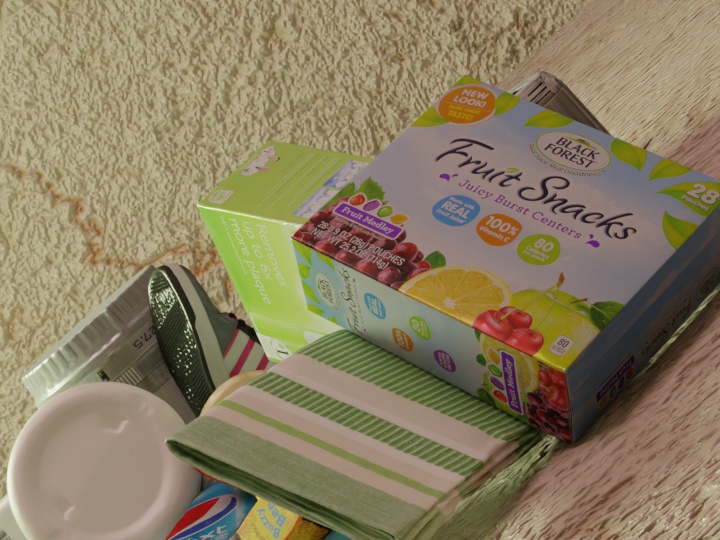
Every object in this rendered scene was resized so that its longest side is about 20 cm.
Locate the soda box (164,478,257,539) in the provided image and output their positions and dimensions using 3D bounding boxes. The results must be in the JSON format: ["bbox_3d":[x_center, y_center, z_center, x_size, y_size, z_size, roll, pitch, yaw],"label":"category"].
[{"bbox_3d":[-0.080,0.183,1.521,0.064,0.068,0.200,-19,13,20],"label":"soda box"}]

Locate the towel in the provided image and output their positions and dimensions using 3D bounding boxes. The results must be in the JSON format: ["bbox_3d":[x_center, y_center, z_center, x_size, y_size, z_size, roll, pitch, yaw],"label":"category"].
[{"bbox_3d":[0.010,0.087,1.316,0.200,0.152,0.024,-33,-41,-53],"label":"towel"}]

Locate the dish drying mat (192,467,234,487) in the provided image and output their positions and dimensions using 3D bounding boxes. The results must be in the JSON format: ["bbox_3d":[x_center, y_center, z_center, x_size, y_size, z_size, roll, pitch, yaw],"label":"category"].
[{"bbox_3d":[-0.026,0.107,1.578,0.076,0.018,0.199,14,19,34],"label":"dish drying mat"}]

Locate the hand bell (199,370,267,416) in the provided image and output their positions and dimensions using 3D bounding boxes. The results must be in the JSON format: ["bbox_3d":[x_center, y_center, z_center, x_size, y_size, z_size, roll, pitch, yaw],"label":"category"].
[{"bbox_3d":[-0.035,0.132,1.741,0.104,0.104,0.200,-42,19,-19],"label":"hand bell"}]

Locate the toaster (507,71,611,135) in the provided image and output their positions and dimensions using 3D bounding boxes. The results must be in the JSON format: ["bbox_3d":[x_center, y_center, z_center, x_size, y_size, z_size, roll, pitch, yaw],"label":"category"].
[{"bbox_3d":[0.122,-0.054,1.749,0.200,0.129,0.114,-42,7,-18],"label":"toaster"}]

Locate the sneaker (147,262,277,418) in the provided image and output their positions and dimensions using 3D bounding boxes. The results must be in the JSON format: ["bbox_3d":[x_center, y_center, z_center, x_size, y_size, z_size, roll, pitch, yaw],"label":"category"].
[{"bbox_3d":[-0.077,0.069,1.889,0.120,0.201,0.084,-26,-2,-32],"label":"sneaker"}]

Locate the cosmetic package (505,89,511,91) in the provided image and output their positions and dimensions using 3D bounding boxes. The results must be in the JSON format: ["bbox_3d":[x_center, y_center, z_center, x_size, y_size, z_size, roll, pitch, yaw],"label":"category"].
[{"bbox_3d":[0.071,-0.046,1.905,0.199,0.107,0.091,-24,43,28],"label":"cosmetic package"}]

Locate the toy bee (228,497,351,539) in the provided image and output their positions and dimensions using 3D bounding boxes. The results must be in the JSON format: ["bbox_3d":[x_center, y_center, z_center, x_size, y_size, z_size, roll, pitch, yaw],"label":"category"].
[{"bbox_3d":[-0.031,0.128,1.371,0.130,0.109,0.201,20,77,40],"label":"toy bee"}]

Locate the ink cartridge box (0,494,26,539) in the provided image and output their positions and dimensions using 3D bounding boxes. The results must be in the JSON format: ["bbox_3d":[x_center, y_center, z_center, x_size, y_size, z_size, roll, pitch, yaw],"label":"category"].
[{"bbox_3d":[-0.220,0.224,1.827,0.200,0.145,0.084,-42,6,-18],"label":"ink cartridge box"}]

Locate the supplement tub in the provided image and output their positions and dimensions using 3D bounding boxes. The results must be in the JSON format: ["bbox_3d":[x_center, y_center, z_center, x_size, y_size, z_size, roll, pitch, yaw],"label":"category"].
[{"bbox_3d":[-0.166,0.167,1.658,0.132,0.132,0.200,-42,-16,-13],"label":"supplement tub"}]

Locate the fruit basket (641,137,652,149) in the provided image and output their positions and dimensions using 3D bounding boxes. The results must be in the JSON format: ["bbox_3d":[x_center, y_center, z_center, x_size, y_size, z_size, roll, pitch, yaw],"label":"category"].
[{"bbox_3d":[0.105,0.011,1.545,0.185,0.094,0.200,-49,1,-23],"label":"fruit basket"}]

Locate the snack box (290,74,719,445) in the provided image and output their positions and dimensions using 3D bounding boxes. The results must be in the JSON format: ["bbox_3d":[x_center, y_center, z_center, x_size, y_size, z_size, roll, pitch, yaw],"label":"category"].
[{"bbox_3d":[0.089,-0.012,1.372,0.169,0.199,0.068,-43,-37,-28],"label":"snack box"}]

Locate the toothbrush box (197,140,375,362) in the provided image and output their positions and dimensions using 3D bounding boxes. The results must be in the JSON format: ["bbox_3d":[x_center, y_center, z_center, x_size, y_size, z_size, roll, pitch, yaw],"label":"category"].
[{"bbox_3d":[0.000,0.000,1.682,0.199,0.146,0.086,12,45,43],"label":"toothbrush box"}]

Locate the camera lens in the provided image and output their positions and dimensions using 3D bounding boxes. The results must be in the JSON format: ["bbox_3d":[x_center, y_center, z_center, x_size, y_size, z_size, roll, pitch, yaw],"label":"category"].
[{"bbox_3d":[-0.162,0.117,1.973,0.160,0.200,0.160,-40,5,4],"label":"camera lens"}]
